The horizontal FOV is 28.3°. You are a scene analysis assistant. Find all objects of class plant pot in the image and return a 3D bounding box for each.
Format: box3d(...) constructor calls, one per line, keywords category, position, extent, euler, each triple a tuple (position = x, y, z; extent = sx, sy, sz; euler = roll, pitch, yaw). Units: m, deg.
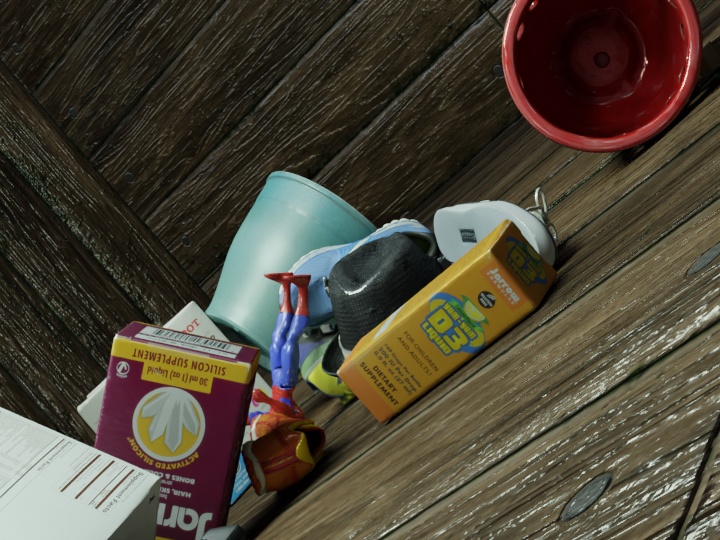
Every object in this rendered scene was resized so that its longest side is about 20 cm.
box3d(category="plant pot", position=(-0.082, 0.019, 1.702), extent=(0.189, 0.199, 0.200), euler=(-54, 7, -17))
box3d(category="plant pot", position=(0.249, -0.226, 1.481), extent=(0.200, 0.201, 0.182), euler=(-41, -1, 12))

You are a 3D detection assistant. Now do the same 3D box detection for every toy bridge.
box3d(category="toy bridge", position=(0.421, -0.269, 1.444), extent=(0.200, 0.027, 0.067), euler=(-39, 3, 46))

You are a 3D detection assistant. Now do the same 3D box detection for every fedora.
box3d(category="fedora", position=(0.028, 0.021, 1.393), extent=(0.198, 0.092, 0.201), euler=(-24, 16, 7))

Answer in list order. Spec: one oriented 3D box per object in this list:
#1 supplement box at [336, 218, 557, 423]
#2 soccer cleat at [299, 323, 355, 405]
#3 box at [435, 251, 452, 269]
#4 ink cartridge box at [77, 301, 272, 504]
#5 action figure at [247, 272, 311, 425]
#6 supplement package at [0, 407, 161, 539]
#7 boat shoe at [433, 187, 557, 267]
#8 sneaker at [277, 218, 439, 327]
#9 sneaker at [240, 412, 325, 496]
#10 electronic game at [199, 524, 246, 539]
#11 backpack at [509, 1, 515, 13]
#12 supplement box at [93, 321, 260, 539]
box3d(category="supplement box", position=(0.071, 0.045, 1.208), extent=(0.200, 0.067, 0.069), euler=(-41, 3, 32))
box3d(category="soccer cleat", position=(-0.006, 0.103, 1.526), extent=(0.064, 0.085, 0.199), euler=(-11, 6, -28))
box3d(category="box", position=(0.061, 0.037, 1.629), extent=(0.200, 0.049, 0.161), euler=(-42, 6, 39))
box3d(category="ink cartridge box", position=(-0.202, 0.173, 1.678), extent=(0.147, 0.200, 0.144), euler=(-44, 4, -37))
box3d(category="action figure", position=(-0.102, 0.106, 1.490), extent=(0.098, 0.203, 0.065), euler=(-4, 5, -32))
box3d(category="supplement package", position=(-0.293, 0.247, 1.192), extent=(0.147, 0.198, 0.193), euler=(-47, -28, -54))
box3d(category="boat shoe", position=(0.146, -0.034, 1.318), extent=(0.085, 0.076, 0.202), euler=(-16, 9, -19))
box3d(category="sneaker", position=(0.000, 0.000, 1.556), extent=(0.198, 0.079, 0.089), euler=(-29, 9, -14))
box3d(category="sneaker", position=(-0.068, 0.174, 1.375), extent=(0.076, 0.074, 0.200), euler=(-19, 6, -1))
box3d(category="electronic game", position=(-0.159, 0.280, 1.123), extent=(0.200, 0.042, 0.200), euler=(-49, -1, -2))
box3d(category="backpack", position=(0.319, -0.300, 1.864), extent=(0.183, 0.147, 0.200), euler=(-40, -37, -1))
box3d(category="supplement box", position=(-0.175, 0.161, 1.305), extent=(0.103, 0.129, 0.203), euler=(-84, 4, -84))
